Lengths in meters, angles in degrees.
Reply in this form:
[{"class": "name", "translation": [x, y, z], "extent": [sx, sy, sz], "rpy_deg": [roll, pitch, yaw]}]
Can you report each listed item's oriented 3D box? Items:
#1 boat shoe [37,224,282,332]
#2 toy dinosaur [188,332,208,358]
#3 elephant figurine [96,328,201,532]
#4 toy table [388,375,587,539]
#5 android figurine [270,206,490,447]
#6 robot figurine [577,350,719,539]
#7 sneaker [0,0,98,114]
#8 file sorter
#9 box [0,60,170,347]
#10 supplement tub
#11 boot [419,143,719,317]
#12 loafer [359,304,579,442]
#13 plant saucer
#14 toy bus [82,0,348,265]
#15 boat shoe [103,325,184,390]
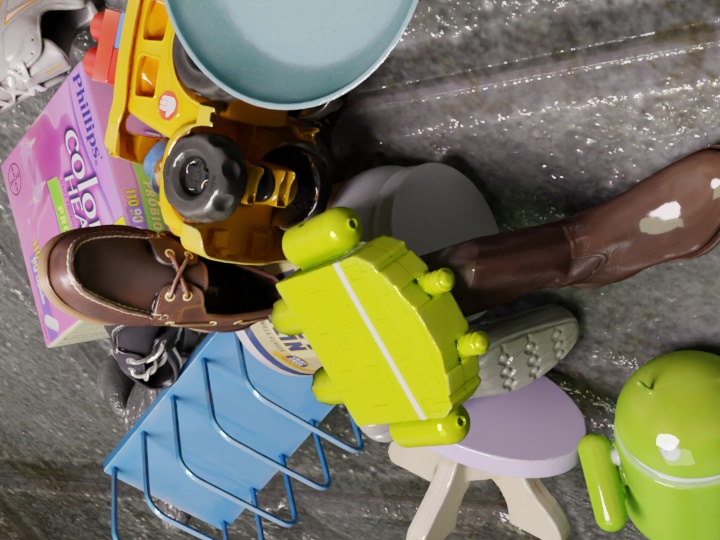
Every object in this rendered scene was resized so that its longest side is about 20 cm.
[{"class": "boat shoe", "translation": [-0.133, 0.005, 0.846], "extent": [0.070, 0.071, 0.200], "rpy_deg": [-7, 171, 34]}, {"class": "toy dinosaur", "translation": [-0.110, 0.045, 1.103], "extent": [0.088, 0.201, 0.047], "rpy_deg": [20, -175, -34]}, {"class": "elephant figurine", "translation": [-0.182, 0.117, 1.154], "extent": [0.155, 0.200, 0.142], "rpy_deg": [30, 148, 5]}, {"class": "toy table", "translation": [0.101, 0.153, 1.045], "extent": [0.200, 0.183, 0.118], "rpy_deg": [33, 136, 41]}, {"class": "android figurine", "translation": [0.012, 0.043, 0.815], "extent": [0.200, 0.041, 0.183], "rpy_deg": [-22, 101, 57]}, {"class": "robot figurine", "translation": [0.263, 0.145, 0.953], "extent": [0.174, 0.116, 0.201], "rpy_deg": [-12, 134, 5]}, {"class": "sneaker", "translation": [-0.278, -0.155, 0.924], "extent": [0.092, 0.201, 0.076], "rpy_deg": [19, 159, 19]}, {"class": "file sorter", "translation": [-0.110, 0.164, 1.043], "extent": [0.138, 0.123, 0.200], "rpy_deg": [33, 107, -27]}, {"class": "box", "translation": [-0.208, -0.052, 1.006], "extent": [0.200, 0.096, 0.177], "rpy_deg": [-31, 72, 49]}, {"class": "supplement tub", "translation": [0.000, 0.000, 0.952], "extent": [0.199, 0.145, 0.145], "rpy_deg": [-19, 121, 45]}, {"class": "boot", "translation": [0.136, -0.019, 0.802], "extent": [0.186, 0.199, 0.065], "rpy_deg": [-47, 57, 53]}, {"class": "loafer", "translation": [0.082, 0.072, 0.982], "extent": [0.199, 0.070, 0.070], "rpy_deg": [-21, 133, -7]}, {"class": "plant saucer", "translation": [-0.036, -0.196, 0.706], "extent": [0.199, 0.036, 0.201], "rpy_deg": [5, 100, 32]}, {"class": "toy bus", "translation": [-0.121, -0.118, 0.860], "extent": [0.191, 0.135, 0.201], "rpy_deg": [13, 97, 30]}, {"class": "boat shoe", "translation": [-0.167, 0.057, 0.967], "extent": [0.200, 0.072, 0.063], "rpy_deg": [120, 133, -75]}]
